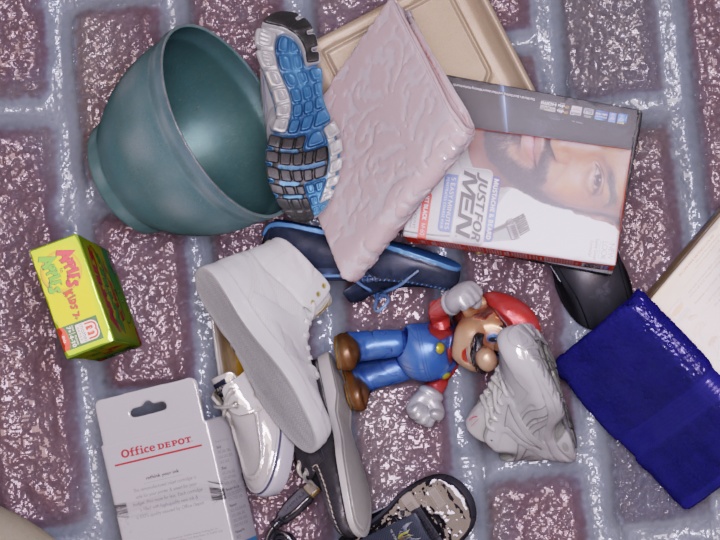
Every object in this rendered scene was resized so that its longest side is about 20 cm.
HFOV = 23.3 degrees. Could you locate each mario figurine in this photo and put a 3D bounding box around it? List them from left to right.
[{"bbox_3d":[0.077,0.081,1.678,0.198,0.124,0.107,-16,70,3],"label":"mario figurine"}]

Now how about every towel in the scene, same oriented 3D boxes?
[{"bbox_3d":[0.017,-0.122,1.638,0.200,0.032,0.192,-52,43,32],"label":"towel"},{"bbox_3d":[0.294,0.122,1.677,0.200,0.148,0.050,46,44,1],"label":"towel"}]

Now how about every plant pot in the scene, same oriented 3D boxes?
[{"bbox_3d":[-0.174,-0.115,1.667,0.134,0.200,0.202,-25,86,25],"label":"plant pot"}]

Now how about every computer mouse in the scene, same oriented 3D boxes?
[{"bbox_3d":[0.006,0.249,1.699,0.200,0.046,0.141,-41,82,2],"label":"computer mouse"},{"bbox_3d":[0.182,-0.029,1.719,0.139,0.046,0.201,-19,87,-2],"label":"computer mouse"}]

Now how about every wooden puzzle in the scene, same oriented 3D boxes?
[{"bbox_3d":[0.061,-0.178,1.738,0.199,0.037,0.186,-28,87,3],"label":"wooden puzzle"}]

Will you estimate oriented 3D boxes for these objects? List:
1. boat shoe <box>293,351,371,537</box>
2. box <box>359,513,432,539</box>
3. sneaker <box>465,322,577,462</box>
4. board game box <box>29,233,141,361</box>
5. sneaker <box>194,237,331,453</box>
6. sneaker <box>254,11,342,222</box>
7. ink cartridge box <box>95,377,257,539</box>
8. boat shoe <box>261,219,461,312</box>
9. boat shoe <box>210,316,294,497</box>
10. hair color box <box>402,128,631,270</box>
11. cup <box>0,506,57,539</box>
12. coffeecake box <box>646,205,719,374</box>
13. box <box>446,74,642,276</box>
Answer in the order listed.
[{"bbox_3d":[-0.036,0.170,1.664,0.060,0.074,0.201,-19,56,9],"label":"boat shoe"},{"bbox_3d":[0.021,0.343,1.639,0.157,0.051,0.201,-26,123,-4],"label":"box"},{"bbox_3d":[0.144,0.128,1.648,0.099,0.201,0.078,-15,47,7],"label":"sneaker"},{"bbox_3d":[-0.254,0.029,1.638,0.047,0.200,0.102,-19,87,-2],"label":"board game box"},{"bbox_3d":[-0.058,0.062,1.642,0.115,0.074,0.201,-27,83,-34],"label":"sneaker"},{"bbox_3d":[-0.060,-0.141,1.679,0.074,0.087,0.202,-4,78,-6],"label":"sneaker"},{"bbox_3d":[-0.174,0.210,1.679,0.115,0.067,0.202,-14,86,17],"label":"ink cartridge box"},{"bbox_3d":[0.000,0.000,1.711,0.198,0.084,0.069,12,94,17],"label":"boat shoe"},{"bbox_3d":[-0.113,0.117,1.669,0.069,0.071,0.202,11,64,-39],"label":"boat shoe"},{"bbox_3d":[0.146,-0.069,1.631,0.198,0.064,0.112,8,87,6],"label":"hair color box"},{"bbox_3d":[-0.328,0.322,1.639,0.142,0.200,0.202,16,86,-26],"label":"cup"},{"bbox_3d":[0.387,0.051,1.698,0.200,0.073,0.154,41,83,3],"label":"coffeecake box"},{"bbox_3d":[0.159,-0.091,1.684,0.198,0.044,0.162,12,88,7],"label":"box"}]
